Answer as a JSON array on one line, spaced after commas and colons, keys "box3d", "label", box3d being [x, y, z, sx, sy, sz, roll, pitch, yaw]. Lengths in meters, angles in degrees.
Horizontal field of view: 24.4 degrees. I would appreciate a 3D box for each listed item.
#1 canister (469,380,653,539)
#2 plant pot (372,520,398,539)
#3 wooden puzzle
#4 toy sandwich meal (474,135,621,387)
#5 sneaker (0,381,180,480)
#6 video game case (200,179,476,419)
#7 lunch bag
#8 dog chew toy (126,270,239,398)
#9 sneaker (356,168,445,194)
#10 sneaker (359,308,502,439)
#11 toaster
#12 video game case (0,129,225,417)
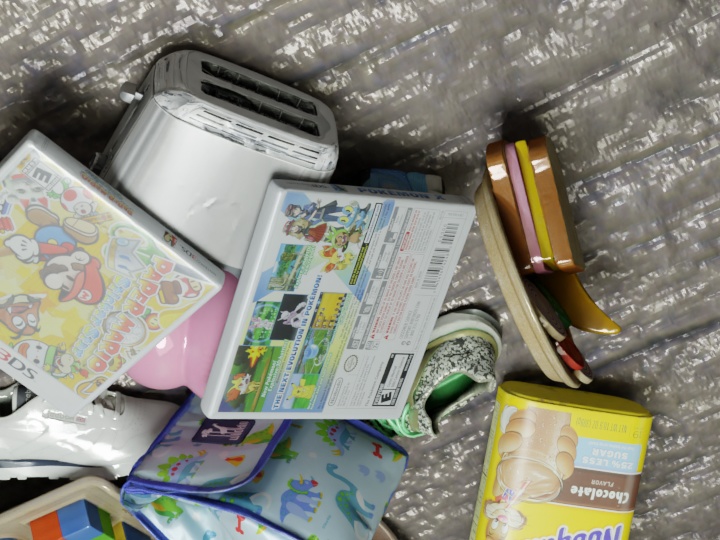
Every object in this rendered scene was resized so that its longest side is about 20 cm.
[{"box3d": [0.172, 0.209, 1.475, 0.147, 0.087, 0.202, 9, 97, -10], "label": "canister"}, {"box3d": [-0.074, 0.329, 1.520, 0.200, 0.201, 0.198, 31, 123, -24], "label": "plant pot"}, {"box3d": [-0.272, 0.252, 1.478, 0.199, 0.047, 0.185, -20, 154, 10], "label": "wooden puzzle"}, {"box3d": [0.151, -0.009, 1.309, 0.070, 0.206, 0.206, -23, 124, 13], "label": "toy sandwich meal"}, {"box3d": [-0.246, 0.129, 1.430, 0.198, 0.077, 0.081, -5, 116, -5], "label": "sneaker"}, {"box3d": [-0.017, 0.028, 1.292, 0.181, 0.022, 0.201, 3, 118, -33], "label": "video game case"}, {"box3d": [-0.080, 0.181, 1.384, 0.199, 0.170, 0.128, 28, 124, 5], "label": "lunch bag"}, {"box3d": [-0.147, 0.044, 1.353, 0.198, 0.125, 0.125, 7, 124, -2], "label": "dog chew toy"}, {"box3d": [0.000, 0.000, 1.372, 0.089, 0.079, 0.201, 18, 112, -7], "label": "sneaker"}, {"box3d": [0.039, 0.115, 1.436, 0.200, 0.089, 0.077, -37, 121, 19], "label": "sneaker"}, {"box3d": [-0.101, -0.078, 1.273, 0.199, 0.114, 0.130, 21, 118, -15], "label": "toaster"}, {"box3d": [-0.232, 0.009, 1.259, 0.182, 0.023, 0.200, 38, 124, -20], "label": "video game case"}]
